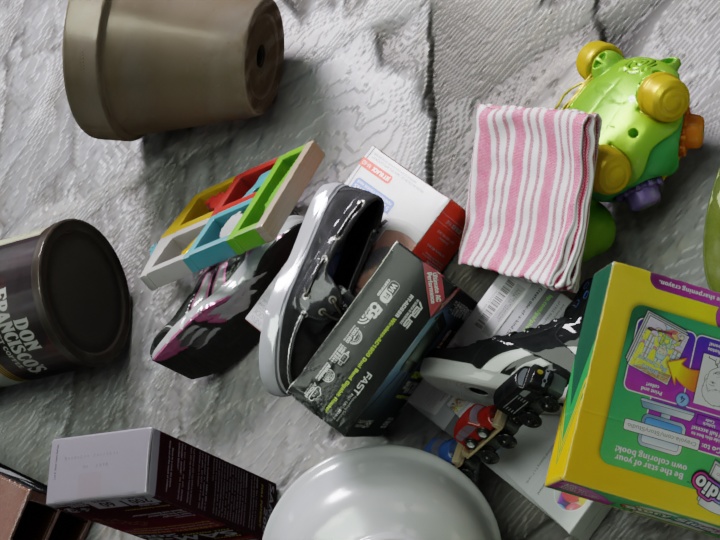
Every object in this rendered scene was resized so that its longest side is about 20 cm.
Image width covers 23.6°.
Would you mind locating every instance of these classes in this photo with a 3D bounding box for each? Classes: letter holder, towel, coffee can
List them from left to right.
[{"bbox_3d":[-0.381,0.254,1.672,0.200,0.101,0.143,18,82,35],"label":"letter holder"},{"bbox_3d":[-0.350,0.042,1.715,0.199,0.146,0.147,-14,63,26],"label":"coffee can"},{"bbox_3d":[0.134,-0.065,1.439,0.200,0.030,0.147,-162,79,-65],"label":"towel"}]

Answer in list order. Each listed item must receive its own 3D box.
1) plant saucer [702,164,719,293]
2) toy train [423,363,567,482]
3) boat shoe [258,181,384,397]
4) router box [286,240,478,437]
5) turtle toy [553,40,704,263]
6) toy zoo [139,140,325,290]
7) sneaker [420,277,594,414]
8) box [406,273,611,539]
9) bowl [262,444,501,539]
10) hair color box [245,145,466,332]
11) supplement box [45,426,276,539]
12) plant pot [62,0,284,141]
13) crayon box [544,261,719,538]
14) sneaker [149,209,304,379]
[{"bbox_3d":[0.332,-0.063,1.358,0.200,0.031,0.201,-164,90,-78],"label":"plant saucer"},{"bbox_3d":[0.099,0.129,1.386,0.200,0.046,0.034,-49,13,49],"label":"toy train"},{"bbox_3d":[-0.027,0.018,1.508,0.066,0.070,0.201,8,68,33],"label":"boat shoe"},{"bbox_3d":[0.023,0.063,1.442,0.062,0.200,0.150,37,92,11],"label":"router box"},{"bbox_3d":[0.211,-0.096,1.462,0.200,0.101,0.146,-52,30,5],"label":"turtle toy"},{"bbox_3d":[-0.132,-0.047,1.641,0.200,0.020,0.131,-20,29,39],"label":"toy zoo"},{"bbox_3d":[0.154,0.057,1.407,0.199,0.073,0.112,7,71,25],"label":"sneaker"},{"bbox_3d":[0.157,0.106,1.447,0.200,0.041,0.156,37,91,37],"label":"box"},{"bbox_3d":[0.020,0.246,1.370,0.200,0.090,0.202,-1,99,-4],"label":"bowl"},{"bbox_3d":[0.000,0.000,1.573,0.111,0.064,0.200,36,92,36],"label":"hair color box"},{"bbox_3d":[-0.170,0.195,1.506,0.109,0.200,0.061,-10,66,28],"label":"supplement box"},{"bbox_3d":[-0.175,-0.220,1.710,0.173,0.200,0.201,7,73,17],"label":"plant pot"},{"bbox_3d":[0.258,0.106,1.308,0.199,0.058,0.173,17,77,-6],"label":"crayon box"},{"bbox_3d":[-0.123,0.016,1.644,0.200,0.080,0.086,-42,42,-1],"label":"sneaker"}]
